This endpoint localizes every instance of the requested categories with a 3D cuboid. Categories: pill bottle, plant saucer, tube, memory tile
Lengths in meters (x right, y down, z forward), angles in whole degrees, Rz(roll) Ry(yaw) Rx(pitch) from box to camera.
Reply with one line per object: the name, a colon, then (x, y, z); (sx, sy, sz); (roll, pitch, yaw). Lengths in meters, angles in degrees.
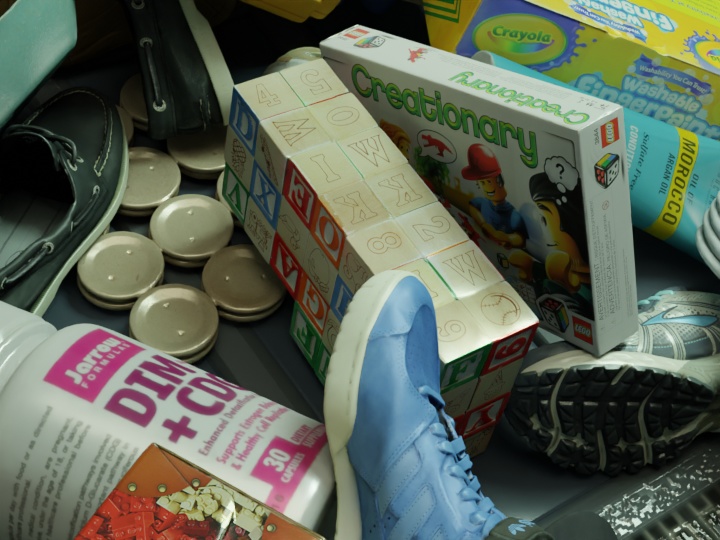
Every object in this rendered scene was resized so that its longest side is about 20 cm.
pill bottle: (-0.108, 0.094, 0.646); (0.199, 0.114, 0.114); (22, 51, 12)
plant saucer: (-0.215, -0.082, 0.755); (0.036, 0.200, 0.201); (42, 51, -14)
tube: (0.143, -0.066, 0.800); (0.199, 0.050, 0.078); (20, 87, -24)
memory tile: (-0.116, -0.037, 0.819); (0.153, 0.017, 0.200); (-33, 61, -28)

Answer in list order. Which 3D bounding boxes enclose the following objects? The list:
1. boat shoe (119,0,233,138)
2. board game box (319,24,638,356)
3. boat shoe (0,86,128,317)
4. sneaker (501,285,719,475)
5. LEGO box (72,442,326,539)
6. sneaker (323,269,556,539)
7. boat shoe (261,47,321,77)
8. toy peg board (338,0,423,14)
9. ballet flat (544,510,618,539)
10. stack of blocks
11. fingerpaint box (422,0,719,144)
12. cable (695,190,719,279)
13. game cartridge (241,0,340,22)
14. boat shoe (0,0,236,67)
boat shoe: (-0.139, -0.171, 0.826); (0.066, 0.074, 0.201); (-24, 98, -7)
board game box: (0.059, -0.048, 0.731); (0.034, 0.127, 0.199); (-29, 35, -28)
boat shoe: (-0.182, -0.045, 0.764); (0.074, 0.066, 0.200); (17, 51, 10)
sneaker: (0.163, 0.052, 0.750); (0.198, 0.078, 0.087); (-2, 38, -17)
LEGO box: (-0.087, 0.187, 0.515); (0.077, 0.201, 0.149); (26, 51, 15)
sneaker: (0.043, 0.099, 0.576); (0.110, 0.077, 0.202); (-2, 74, 28)
boat shoe: (0.036, -0.095, 0.846); (0.198, 0.075, 0.069); (15, 45, -1)
toy peg board: (-0.046, -0.256, 0.940); (0.199, 0.098, 0.201); (7, 59, -37)
ballet flat: (0.077, 0.185, 0.616); (0.073, 0.073, 0.200); (33, 56, 20)
stack of blocks: (0.000, 0.000, 0.729); (0.058, 0.116, 0.200); (-21, 58, -27)
fingerpaint box: (0.139, -0.162, 0.867); (0.199, 0.074, 0.168); (15, 40, -20)
cable: (0.283, 0.002, 0.750); (0.200, 0.070, 0.199); (38, 26, 29)
game cartridge: (-0.094, -0.249, 0.805); (0.175, 0.032, 0.201); (16, 56, -33)
boat shoe: (-0.182, -0.181, 0.901); (0.199, 0.074, 0.069); (-10, 35, -24)
